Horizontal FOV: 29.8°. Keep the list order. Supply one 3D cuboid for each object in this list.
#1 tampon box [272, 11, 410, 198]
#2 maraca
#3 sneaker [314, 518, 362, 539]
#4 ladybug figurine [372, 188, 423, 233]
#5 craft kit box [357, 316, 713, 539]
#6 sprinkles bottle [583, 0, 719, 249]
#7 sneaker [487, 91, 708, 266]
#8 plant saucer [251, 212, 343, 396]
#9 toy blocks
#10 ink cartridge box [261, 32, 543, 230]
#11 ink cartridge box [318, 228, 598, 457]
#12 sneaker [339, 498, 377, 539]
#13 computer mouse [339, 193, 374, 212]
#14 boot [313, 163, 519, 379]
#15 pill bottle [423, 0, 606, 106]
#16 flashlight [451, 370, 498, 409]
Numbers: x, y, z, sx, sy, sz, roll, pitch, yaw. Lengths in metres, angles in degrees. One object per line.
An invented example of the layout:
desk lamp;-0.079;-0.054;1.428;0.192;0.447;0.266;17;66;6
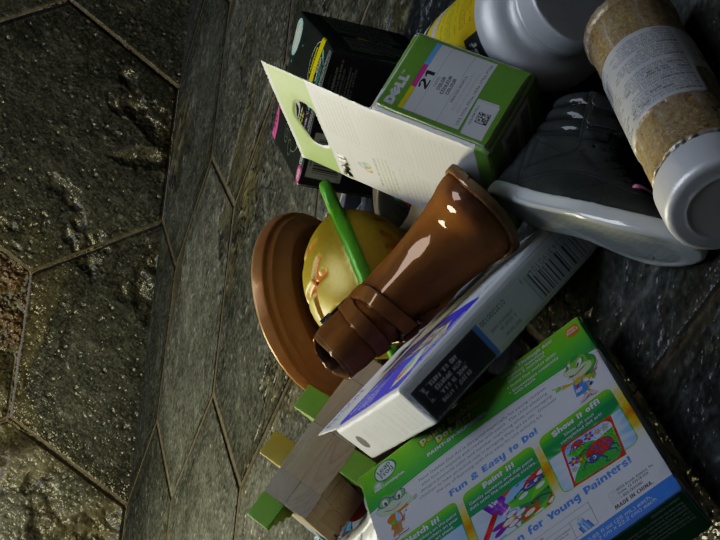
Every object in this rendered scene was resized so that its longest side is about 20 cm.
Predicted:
tampon box;-0.009;-0.179;1.465;0.200;0.126;0.150;-121;43;-66
maraca;0.000;0.000;1.193;0.200;0.107;0.137;-113;4;-55
sneaker;-0.018;0.275;1.326;0.078;0.086;0.200;123;151;-52
ladybug figurine;0.065;-0.078;1.259;0.200;0.072;0.136;-132;53;-69
craft kit box;0.102;0.148;0.878;0.200;0.049;0.198;-37;32;11
sprinkles bottle;0.194;-0.100;0.843;0.200;0.068;0.068;-101;26;-49
sneaker;0.170;-0.068;0.906;0.099;0.071;0.200;-59;33;-4
plant saucer;-0.038;0.033;1.403;0.037;0.200;0.201;-20;55;30
toy blocks;-0.003;0.174;1.245;0.200;0.100;0.137;-53;-30;-12
ink cartridge box;0.038;-0.117;1.054;0.076;0.200;0.148;-58;-23;-17
ink cartridge box;0.071;0.055;1.034;0.198;0.043;0.200;-45;3;-24
sneaker;0.029;0.258;1.198;0.200;0.075;0.100;105;146;-47
computer mouse;0.005;-0.018;1.422;0.044;0.110;0.200;-19;46;30
boot;0.031;0.007;1.005;0.155;0.077;0.200;-39;-4;-13
pill bottle;0.126;-0.182;1.043;0.200;0.111;0.112;151;127;-70
flashlight;0.119;0.145;0.979;0.068;0.068;0.200;60;-173;-28
